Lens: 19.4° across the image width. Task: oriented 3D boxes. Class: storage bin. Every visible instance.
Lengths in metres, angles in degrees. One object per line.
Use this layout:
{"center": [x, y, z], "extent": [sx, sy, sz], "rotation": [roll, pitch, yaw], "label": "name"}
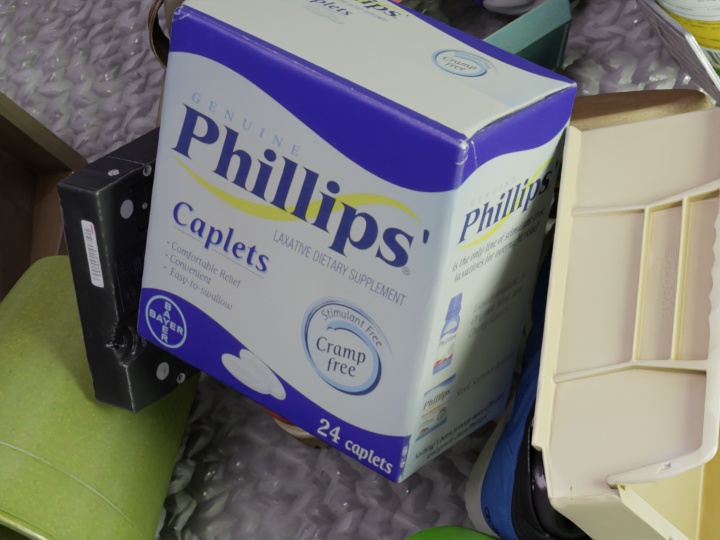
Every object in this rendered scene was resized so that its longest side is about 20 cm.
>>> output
{"center": [0.174, 0.050, 1.033], "extent": [0.094, 0.200, 0.199], "rotation": [-7, 62, 30], "label": "storage bin"}

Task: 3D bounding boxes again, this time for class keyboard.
{"center": [0.175, -0.121, 1.146], "extent": [0.011, 0.056, 0.200], "rotation": [-38, 13, 8], "label": "keyboard"}

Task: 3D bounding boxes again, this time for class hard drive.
{"center": [-0.086, -0.024, 1.214], "extent": [0.038, 0.140, 0.200], "rotation": [14, 34, 36], "label": "hard drive"}

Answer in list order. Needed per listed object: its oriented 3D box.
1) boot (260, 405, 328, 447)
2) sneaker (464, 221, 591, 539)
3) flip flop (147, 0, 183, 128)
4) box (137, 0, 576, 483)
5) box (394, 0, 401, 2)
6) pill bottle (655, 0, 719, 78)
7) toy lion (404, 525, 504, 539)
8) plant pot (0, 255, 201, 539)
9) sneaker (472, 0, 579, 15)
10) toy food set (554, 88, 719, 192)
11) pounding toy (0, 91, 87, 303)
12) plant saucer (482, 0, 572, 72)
{"center": [0.000, 0.000, 1.230], "extent": [0.075, 0.107, 0.200], "rotation": [28, 80, 41], "label": "boot"}
{"center": [0.124, 0.053, 1.115], "extent": [0.200, 0.077, 0.111], "rotation": [-67, 18, -11], "label": "sneaker"}
{"center": [-0.112, -0.156, 1.412], "extent": [0.081, 0.058, 0.200], "rotation": [-9, 61, 27], "label": "flip flop"}
{"center": [-0.008, -0.028, 1.069], "extent": [0.184, 0.105, 0.200], "rotation": [27, 124, 28], "label": "box"}
{"center": [0.017, -0.236, 1.272], "extent": [0.200, 0.095, 0.103], "rotation": [-35, 36, 26], "label": "box"}
{"center": [0.197, -0.193, 1.150], "extent": [0.111, 0.200, 0.111], "rotation": [-14, 58, 25], "label": "pill bottle"}
{"center": [0.019, 0.223, 1.115], "extent": [0.192, 0.069, 0.200], "rotation": [29, 94, 45], "label": "toy lion"}
{"center": [-0.183, 0.099, 1.253], "extent": [0.200, 0.200, 0.190], "rotation": [4, 56, 33], "label": "plant pot"}
{"center": [0.114, -0.251, 1.316], "extent": [0.083, 0.081, 0.200], "rotation": [4, 64, 47], "label": "sneaker"}
{"center": [0.108, -0.064, 1.163], "extent": [0.198, 0.200, 0.049], "rotation": [-2, 100, 38], "label": "toy food set"}
{"center": [-0.303, -0.017, 1.373], "extent": [0.142, 0.184, 0.200], "rotation": [-6, 62, 29], "label": "pounding toy"}
{"center": [0.044, -0.093, 1.233], "extent": [0.200, 0.070, 0.019], "rotation": [-33, 70, -18], "label": "plant saucer"}
